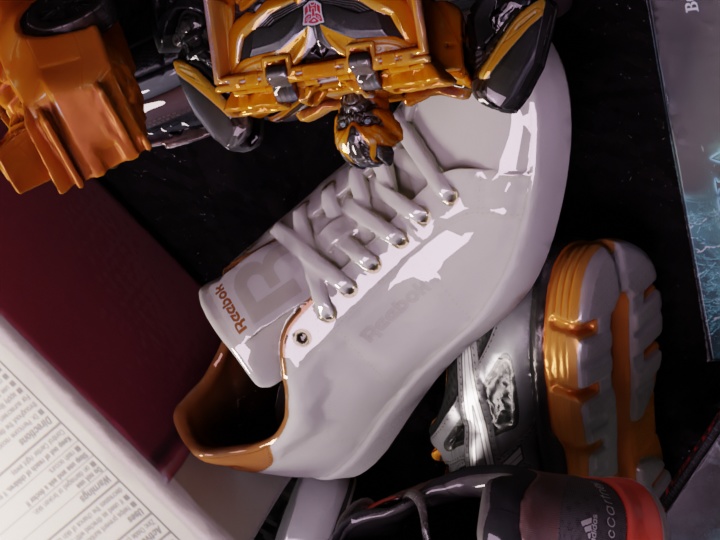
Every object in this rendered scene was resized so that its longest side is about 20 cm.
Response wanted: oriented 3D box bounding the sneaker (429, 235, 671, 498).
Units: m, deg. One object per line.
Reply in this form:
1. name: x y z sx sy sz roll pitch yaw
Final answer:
1. sneaker: 0.064 0.072 1.034 0.077 0.078 0.201 15 119 29

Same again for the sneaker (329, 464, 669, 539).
1. sneaker: 0.016 0.097 0.958 0.082 0.077 0.200 22 151 -27

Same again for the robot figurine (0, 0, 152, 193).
1. robot figurine: -0.124 -0.110 0.930 0.058 0.200 0.145 -27 121 -4

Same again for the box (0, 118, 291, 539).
1. box: -0.133 0.041 1.059 0.200 0.109 0.128 46 122 -8

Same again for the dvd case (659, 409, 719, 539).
1. dvd case: 0.183 0.074 0.935 0.146 0.022 0.200 32 96 -4

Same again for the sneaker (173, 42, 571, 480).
1. sneaker: 0.000 0.000 0.962 0.073 0.084 0.200 57 131 36

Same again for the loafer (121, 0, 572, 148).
1. loafer: -0.021 -0.075 0.982 0.200 0.072 0.063 -25 114 24

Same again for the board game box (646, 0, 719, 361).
1. board game box: 0.165 -0.065 0.944 0.135 0.028 0.201 -2 117 21

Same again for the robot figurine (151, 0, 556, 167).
1. robot figurine: -0.009 -0.133 0.897 0.145 0.058 0.201 -8 83 24

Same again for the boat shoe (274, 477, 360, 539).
1. boat shoe: -0.011 0.158 1.107 0.063 0.071 0.201 11 122 3
